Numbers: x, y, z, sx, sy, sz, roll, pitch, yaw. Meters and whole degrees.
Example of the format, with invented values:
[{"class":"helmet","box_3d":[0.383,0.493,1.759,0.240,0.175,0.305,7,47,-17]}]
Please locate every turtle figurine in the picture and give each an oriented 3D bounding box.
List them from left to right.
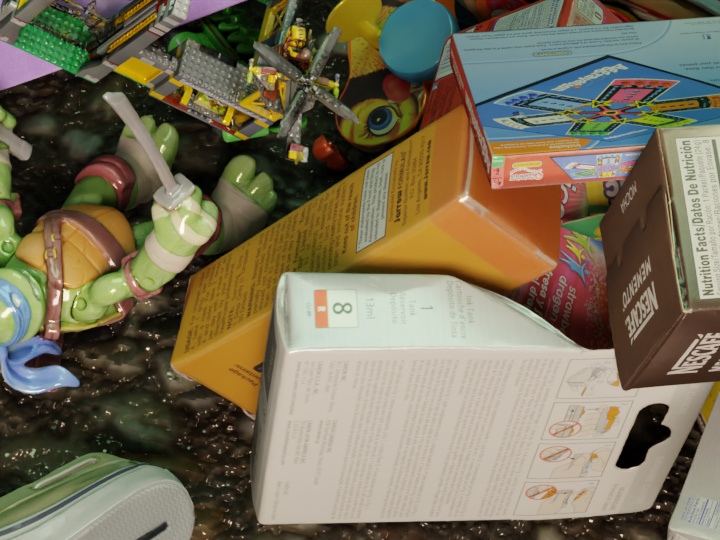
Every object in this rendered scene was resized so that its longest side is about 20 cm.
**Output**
[{"class":"turtle figurine","box_3d":[-0.127,-0.051,1.040,0.144,0.201,0.194,-10,10,28]}]

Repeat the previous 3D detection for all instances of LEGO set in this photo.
[{"class":"LEGO set","box_3d":[-0.076,-0.153,0.987,0.200,0.116,0.154,32,62,-22]}]

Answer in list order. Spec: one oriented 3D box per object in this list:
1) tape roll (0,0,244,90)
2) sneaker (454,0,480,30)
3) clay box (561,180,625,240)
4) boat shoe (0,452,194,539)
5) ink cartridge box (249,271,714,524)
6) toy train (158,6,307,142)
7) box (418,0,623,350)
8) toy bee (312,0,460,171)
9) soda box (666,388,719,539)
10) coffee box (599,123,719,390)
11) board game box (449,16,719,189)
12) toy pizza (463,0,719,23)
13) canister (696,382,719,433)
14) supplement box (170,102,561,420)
[{"class":"tape roll","box_3d":[-0.137,-0.160,1.148,0.200,0.066,0.200,-21,9,3]},{"class":"sneaker","box_3d":[0.080,-0.180,1.264,0.200,0.089,0.079,32,47,23]},{"class":"clay box","box_3d":[0.198,-0.042,0.994,0.200,0.115,0.048,5,77,-44]},{"class":"boat shoe","box_3d":[-0.166,0.144,0.916,0.200,0.072,0.062,-25,27,-34]},{"class":"ink cartridge box","box_3d":[0.053,0.060,0.950,0.199,0.162,0.050,-2,56,-10]},{"class":"toy train","box_3d":[-0.075,-0.112,1.160,0.056,0.042,0.200,-12,20,-10]},{"class":"box","box_3d":[0.084,-0.028,1.032,0.095,0.100,0.200,34,57,-31]},{"class":"toy bee","box_3d":[0.016,-0.109,1.165,0.108,0.131,0.200,-22,44,18]},{"class":"soda box","box_3d":[0.191,0.071,0.911,0.063,0.068,0.200,13,47,18]},{"class":"coffee box","box_3d":[0.210,-0.009,0.847,0.199,0.113,0.080,-4,72,-6]},{"class":"board game box","box_3d":[0.146,-0.078,0.896,0.199,0.019,0.103,-4,36,-6]},{"class":"toy pizza","box_3d":[0.140,-0.120,1.118,0.200,0.200,0.032,20,80,14]},{"class":"canister","box_3d":[0.246,0.082,1.012,0.148,0.087,0.200,-6,43,-11]},{"class":"supplement box","box_3d":[0.000,0.000,0.964,0.066,0.200,0.069,34,42,-31]}]
